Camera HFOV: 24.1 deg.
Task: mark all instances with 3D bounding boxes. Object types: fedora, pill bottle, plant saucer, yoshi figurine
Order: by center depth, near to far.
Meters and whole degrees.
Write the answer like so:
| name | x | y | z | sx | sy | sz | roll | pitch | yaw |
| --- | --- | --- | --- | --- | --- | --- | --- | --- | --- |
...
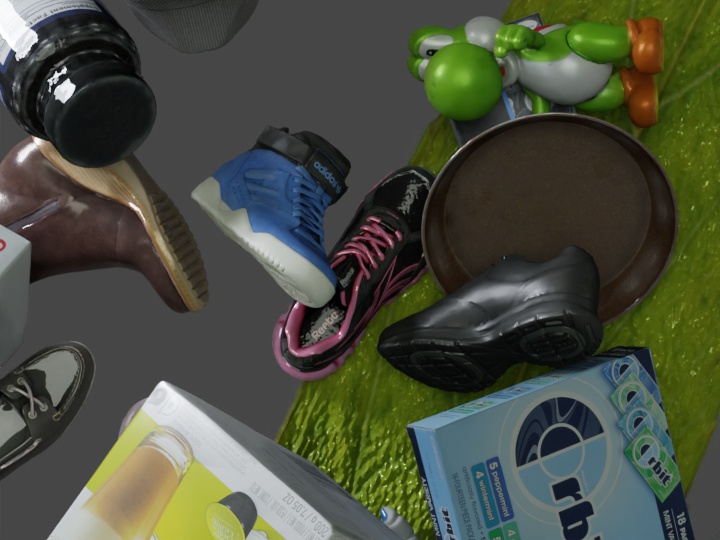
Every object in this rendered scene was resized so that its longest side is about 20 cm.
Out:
| name | x | y | z | sx | sy | sz | roll | pitch | yaw |
| --- | --- | --- | --- | --- | --- | --- | --- | --- | --- |
| yoshi figurine | 0.133 | -0.148 | 1.306 | 0.200 | 0.112 | 0.113 | 3 | 90 | 7 |
| plant saucer | 0.147 | -0.039 | 1.322 | 0.200 | 0.034 | 0.200 | 0 | 121 | 0 |
| pill bottle | -0.242 | -0.171 | 1.327 | 0.112 | 0.112 | 0.200 | -39 | 53 | -1 |
| fedora | -0.137 | -0.240 | 1.352 | 0.177 | 0.090 | 0.200 | -16 | 44 | -4 |

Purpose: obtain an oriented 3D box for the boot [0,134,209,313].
| name | x | y | z | sx | sy | sz | roll | pitch | yaw |
| --- | --- | --- | --- | --- | --- | --- | --- | --- | --- |
| boot | -0.233 | -0.018 | 1.384 | 0.166 | 0.072 | 0.200 | -34 | 84 | 12 |

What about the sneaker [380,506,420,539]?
| name | x | y | z | sx | sy | sz | roll | pitch | yaw |
| --- | --- | --- | --- | --- | --- | --- | --- | --- | --- |
| sneaker | -0.037 | 0.264 | 1.331 | 0.200 | 0.081 | 0.147 | -20 | 70 | 9 |

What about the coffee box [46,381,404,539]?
| name | x | y | z | sx | sy | sz | roll | pitch | yaw |
| --- | --- | --- | --- | --- | --- | --- | --- | --- | --- |
| coffee box | -0.085 | 0.236 | 1.198 | 0.200 | 0.200 | 0.198 | 36 | 89 | 39 |

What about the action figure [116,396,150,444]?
| name | x | y | z | sx | sy | sz | roll | pitch | yaw |
| --- | --- | --- | --- | --- | --- | --- | --- | --- | --- |
| action figure | -0.207 | 0.207 | 1.329 | 0.200 | 0.134 | 0.149 | -45 | 47 | 23 |

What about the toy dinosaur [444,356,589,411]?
| name | x | y | z | sx | sy | sz | roll | pitch | yaw |
| --- | --- | --- | --- | --- | --- | --- | --- | --- | --- |
| toy dinosaur | 0.133 | 0.160 | 1.320 | 0.136 | 0.102 | 0.200 | 15 | 63 | -11 |

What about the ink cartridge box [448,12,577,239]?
| name | x | y | z | sx | sy | sz | roll | pitch | yaw |
| --- | --- | --- | --- | --- | --- | --- | --- | --- | --- |
| ink cartridge box | 0.133 | -0.100 | 1.371 | 0.099 | 0.039 | 0.200 | -20 | 84 | 1 |

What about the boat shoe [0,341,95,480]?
| name | x | y | z | sx | sy | sz | roll | pitch | yaw |
| --- | --- | --- | --- | --- | --- | --- | --- | --- | --- |
| boat shoe | -0.296 | 0.134 | 1.365 | 0.200 | 0.057 | 0.067 | -42 | 83 | -1 |

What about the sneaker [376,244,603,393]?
| name | x | y | z | sx | sy | sz | roll | pitch | yaw |
| --- | --- | --- | --- | --- | --- | --- | --- | --- | --- |
| sneaker | 0.103 | 0.036 | 1.309 | 0.200 | 0.076 | 0.091 | -13 | 48 | 32 |

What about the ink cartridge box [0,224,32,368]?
| name | x | y | z | sx | sy | sz | roll | pitch | yaw |
| --- | --- | --- | --- | --- | --- | --- | --- | --- | --- |
| ink cartridge box | -0.378 | 0.017 | 1.315 | 0.200 | 0.145 | 0.145 | 29 | 52 | 6 |

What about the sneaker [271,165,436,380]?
| name | x | y | z | sx | sy | sz | roll | pitch | yaw |
| --- | --- | --- | --- | --- | --- | --- | --- | --- | --- |
| sneaker | 0.000 | 0.000 | 1.341 | 0.079 | 0.095 | 0.200 | 33 | 86 | 8 |

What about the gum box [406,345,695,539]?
| name | x | y | z | sx | sy | sz | roll | pitch | yaw |
| --- | --- | --- | --- | --- | --- | --- | --- | --- | --- |
| gum box | 0.148 | 0.166 | 1.268 | 0.200 | 0.045 | 0.170 | -17 | 97 | -27 |

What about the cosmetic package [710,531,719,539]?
| name | x | y | z | sx | sy | sz | roll | pitch | yaw |
| --- | --- | --- | --- | --- | --- | --- | --- | --- | --- |
| cosmetic package | 0.308 | 0.282 | 1.252 | 0.200 | 0.167 | 0.166 | -39 | 84 | -2 |

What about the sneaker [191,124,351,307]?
| name | x | y | z | sx | sy | sz | roll | pitch | yaw |
| --- | --- | --- | --- | --- | --- | --- | --- | --- | --- |
| sneaker | -0.048 | -0.052 | 1.317 | 0.111 | 0.200 | 0.077 | -43 | 123 | -5 |
